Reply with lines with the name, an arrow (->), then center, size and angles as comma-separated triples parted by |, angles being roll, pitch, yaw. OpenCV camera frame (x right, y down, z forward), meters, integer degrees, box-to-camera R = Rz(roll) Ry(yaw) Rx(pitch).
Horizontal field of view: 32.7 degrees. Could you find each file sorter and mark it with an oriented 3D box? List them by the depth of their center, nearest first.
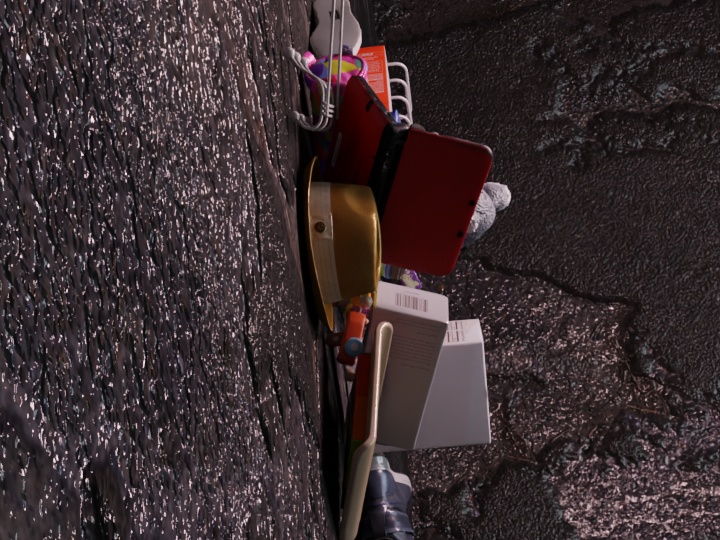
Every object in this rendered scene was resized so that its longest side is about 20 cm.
file sorter -> 0.029, -0.244, 2.120 | 0.140, 0.123, 0.201 | 80, 7, -48

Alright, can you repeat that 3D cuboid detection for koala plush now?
koala plush -> 0.131, -0.098, 1.987 | 0.177, 0.198, 0.186 | -27, 112, -49

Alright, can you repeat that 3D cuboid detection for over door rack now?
over door rack -> -0.041, -0.258, 1.375 | 0.148, 0.066, 0.202 | -61, 166, -84

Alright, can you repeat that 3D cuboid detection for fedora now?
fedora -> -0.018, -0.034, 1.404 | 0.201, 0.081, 0.203 | -6, 90, -87

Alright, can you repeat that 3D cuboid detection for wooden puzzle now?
wooden puzzle -> 0.000, 0.189, 1.444 | 0.201, 0.037, 0.186 | -79, 178, -46

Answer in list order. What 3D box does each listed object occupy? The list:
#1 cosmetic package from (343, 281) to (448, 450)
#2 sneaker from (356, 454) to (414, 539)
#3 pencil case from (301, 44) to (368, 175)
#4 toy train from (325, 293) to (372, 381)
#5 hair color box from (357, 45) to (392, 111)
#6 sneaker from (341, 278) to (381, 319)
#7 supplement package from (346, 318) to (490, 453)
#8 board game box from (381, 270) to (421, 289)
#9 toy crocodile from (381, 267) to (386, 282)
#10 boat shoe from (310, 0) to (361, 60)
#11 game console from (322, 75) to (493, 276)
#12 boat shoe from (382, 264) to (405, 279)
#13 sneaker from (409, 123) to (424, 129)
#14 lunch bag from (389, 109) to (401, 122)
cosmetic package -> 0.045, 0.125, 1.593 | 0.074, 0.100, 0.202 | -82, -174, -62
sneaker -> 0.039, 0.345, 1.669 | 0.202, 0.076, 0.148 | 53, 19, -65
pencil case -> -0.023, -0.181, 1.555 | 0.089, 0.087, 0.202 | -91, 175, -51
toy train -> -0.018, 0.061, 1.551 | 0.200, 0.055, 0.152 | 114, -11, -85
hair color box -> 0.020, -0.250, 1.954 | 0.102, 0.060, 0.202 | 80, 5, -53
sneaker -> 0.000, 0.000, 1.739 | 0.200, 0.069, 0.110 | 69, 18, -66
supplement package -> 0.085, 0.167, 1.801 | 0.151, 0.197, 0.154 | -74, 159, -79
board game box -> 0.036, -0.007, 1.911 | 0.200, 0.032, 0.121 | 142, -74, -75
toy crocodile -> 0.006, 0.005, 1.854 | 0.201, 0.067, 0.062 | 83, 0, -50
boat shoe -> -0.031, -0.319, 1.711 | 0.201, 0.070, 0.064 | -93, 175, -56
game console -> 0.047, -0.113, 1.480 | 0.173, 0.118, 0.201 | 57, -37, 38
boat shoe -> 0.096, -0.070, 1.705 | 0.202, 0.072, 0.072 | -64, 172, 7
sneaker -> 0.117, -0.119, 1.862 | 0.076, 0.114, 0.203 | -80, 173, -84
lunch bag -> 0.018, -0.143, 1.746 | 0.200, 0.131, 0.138 | 48, 37, -83
